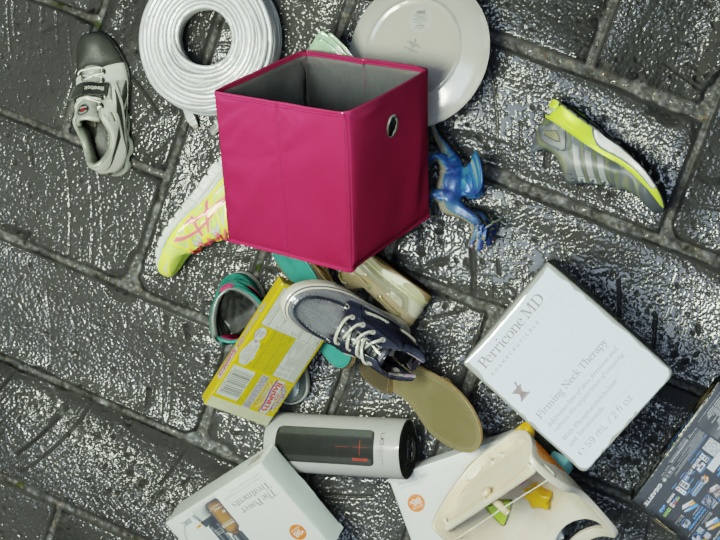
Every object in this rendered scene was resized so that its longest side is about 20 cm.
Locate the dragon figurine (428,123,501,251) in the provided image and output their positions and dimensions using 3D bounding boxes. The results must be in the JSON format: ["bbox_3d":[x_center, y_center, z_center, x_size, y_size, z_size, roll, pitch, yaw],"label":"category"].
[{"bbox_3d":[0.133,-0.124,1.628,0.098,0.059,0.203,-1,84,11],"label":"dragon figurine"}]

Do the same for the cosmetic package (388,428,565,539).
[{"bbox_3d":[0.156,0.311,1.668,0.198,0.052,0.152,-21,88,13],"label":"cosmetic package"}]

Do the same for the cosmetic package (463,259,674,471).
[{"bbox_3d":[0.259,0.114,1.567,0.200,0.166,0.168,41,98,6],"label":"cosmetic package"}]

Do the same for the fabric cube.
[{"bbox_3d":[-0.041,-0.141,1.543,0.198,0.196,0.201,13,119,30],"label":"fabric cube"}]

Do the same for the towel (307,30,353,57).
[{"bbox_3d":[-0.021,-0.197,1.648,0.200,0.023,0.153,47,127,4],"label":"towel"}]

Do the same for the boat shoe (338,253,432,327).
[{"bbox_3d":[0.000,0.000,1.665,0.199,0.072,0.065,36,100,1],"label":"boat shoe"}]

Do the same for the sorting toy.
[{"bbox_3d":[0.225,0.302,1.576,0.180,0.107,0.200,40,130,-9],"label":"sorting toy"}]

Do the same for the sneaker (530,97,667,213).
[{"bbox_3d":[0.305,-0.134,1.596,0.200,0.074,0.081,40,111,12],"label":"sneaker"}]

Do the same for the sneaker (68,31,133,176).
[{"bbox_3d":[-0.359,-0.231,1.712,0.073,0.088,0.202,-10,91,14],"label":"sneaker"}]

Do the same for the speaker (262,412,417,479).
[{"bbox_3d":[-0.026,0.234,1.669,0.198,0.081,0.082,1,95,21],"label":"speaker"}]

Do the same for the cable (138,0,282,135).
[{"bbox_3d":[-0.206,-0.311,1.681,0.200,0.069,0.201,-40,86,12],"label":"cable"}]

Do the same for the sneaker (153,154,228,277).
[{"bbox_3d":[-0.204,-0.063,1.698,0.090,0.078,0.201,38,101,4],"label":"sneaker"}]

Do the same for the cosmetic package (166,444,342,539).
[{"bbox_3d":[-0.145,0.344,1.685,0.199,0.052,0.151,-35,101,31],"label":"cosmetic package"}]

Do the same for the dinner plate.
[{"bbox_3d":[0.071,-0.286,1.621,0.198,0.024,0.203,-3,82,23],"label":"dinner plate"}]

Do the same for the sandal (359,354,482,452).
[{"bbox_3d":[0.097,0.160,1.663,0.211,0.069,0.078,32,117,30],"label":"sandal"}]

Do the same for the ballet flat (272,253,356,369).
[{"bbox_3d":[-0.050,0.034,1.676,0.068,0.072,0.201,-33,87,28],"label":"ballet flat"}]

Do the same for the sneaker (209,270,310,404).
[{"bbox_3d":[-0.138,0.096,1.675,0.083,0.121,0.201,-31,88,12],"label":"sneaker"}]

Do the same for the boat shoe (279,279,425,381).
[{"bbox_3d":[-0.004,0.077,1.576,0.199,0.093,0.075,19,107,-29],"label":"boat shoe"}]

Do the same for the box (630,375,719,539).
[{"bbox_3d":[0.482,0.274,1.597,0.198,0.050,0.201,34,100,6],"label":"box"}]

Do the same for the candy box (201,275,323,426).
[{"bbox_3d":[-0.115,0.108,1.625,0.102,0.026,0.201,23,110,-33],"label":"candy box"}]
